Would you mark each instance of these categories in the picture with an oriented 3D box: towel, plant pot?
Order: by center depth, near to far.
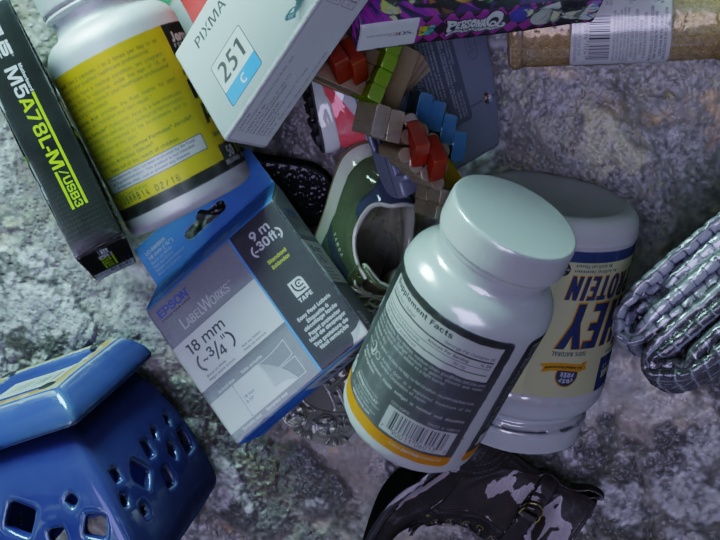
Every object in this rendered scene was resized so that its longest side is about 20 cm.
[{"bbox_3d":[0.296,0.015,0.809,0.199,0.165,0.086,-40,69,10],"label":"towel"},{"bbox_3d":[-0.273,0.182,0.961,0.197,0.200,0.183,-18,100,16],"label":"plant pot"}]

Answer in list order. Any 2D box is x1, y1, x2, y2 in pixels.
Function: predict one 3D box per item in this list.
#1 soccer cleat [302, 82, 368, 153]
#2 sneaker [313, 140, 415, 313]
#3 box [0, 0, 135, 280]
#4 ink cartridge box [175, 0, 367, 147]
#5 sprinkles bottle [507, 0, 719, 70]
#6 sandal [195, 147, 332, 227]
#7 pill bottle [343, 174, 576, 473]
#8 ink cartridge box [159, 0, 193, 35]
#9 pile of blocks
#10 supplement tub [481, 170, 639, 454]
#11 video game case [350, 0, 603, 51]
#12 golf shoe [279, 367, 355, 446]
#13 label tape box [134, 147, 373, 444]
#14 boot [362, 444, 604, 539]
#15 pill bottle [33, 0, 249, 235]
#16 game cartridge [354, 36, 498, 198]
[{"bbox_3d":[-0.020,-0.202,0.856,0.072,0.068,0.204,-12,107,-7],"label":"soccer cleat"},{"bbox_3d":[0.000,0.000,0.885,0.066,0.090,0.203,-2,122,-29],"label":"sneaker"},{"bbox_3d":[-0.245,-0.094,0.836,0.047,0.200,0.196,-24,89,-11],"label":"box"},{"bbox_3d":[-0.065,-0.220,0.719,0.201,0.044,0.178,-50,56,29],"label":"ink cartridge box"},{"bbox_3d":[0.214,-0.195,0.810,0.196,0.068,0.070,0,110,10],"label":"sprinkles bottle"},{"bbox_3d":[-0.121,-0.085,0.922,0.197,0.048,0.076,17,110,-10],"label":"sandal"},{"bbox_3d":[0.070,0.040,0.750,0.115,0.117,0.202,24,122,0],"label":"pill bottle"},{"bbox_3d":[-0.116,-0.230,0.824,0.197,0.050,0.164,-4,111,41],"label":"ink cartridge box"},{"bbox_3d":[0.037,-0.113,0.751,0.082,0.062,0.200,-45,112,-6],"label":"pile of blocks"},{"bbox_3d":[0.142,0.033,0.862,0.142,0.145,0.204,10,111,6],"label":"supplement tub"},{"bbox_3d":[0.063,-0.262,0.742,0.178,0.036,0.204,-9,72,-10],"label":"video game case"},{"bbox_3d":[-0.081,0.083,0.951,0.199,0.097,0.079,41,79,0],"label":"golf shoe"},{"bbox_3d":[-0.097,0.017,0.854,0.144,0.063,0.201,-39,80,10],"label":"label tape box"},{"bbox_3d":[0.111,0.240,0.980,0.173,0.069,0.201,38,109,-4],"label":"boot"},{"bbox_3d":[-0.176,-0.140,0.812,0.110,0.111,0.203,-23,101,16],"label":"pill bottle"},{"bbox_3d":[0.045,-0.175,0.817,0.040,0.132,0.203,6,119,53],"label":"game cartridge"}]
